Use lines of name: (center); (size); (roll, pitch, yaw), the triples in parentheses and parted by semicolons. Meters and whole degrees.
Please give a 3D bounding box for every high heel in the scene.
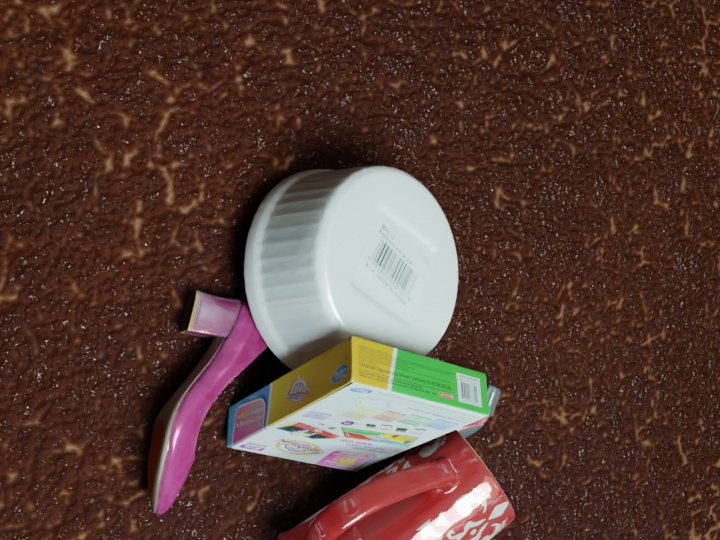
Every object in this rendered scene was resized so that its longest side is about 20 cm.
high heel: (-0.129, 0.122, 0.831); (0.095, 0.067, 0.202); (17, 74, -23)

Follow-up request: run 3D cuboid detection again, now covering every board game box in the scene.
board game box: (-0.007, 0.127, 0.836); (0.152, 0.199, 0.041); (19, 56, -33)

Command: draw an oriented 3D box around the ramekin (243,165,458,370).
ramekin: (0.000, 0.000, 0.850); (0.199, 0.097, 0.203); (6, 81, -41)

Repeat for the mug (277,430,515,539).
mug: (0.039, 0.248, 0.865); (0.199, 0.178, 0.134); (-34, 83, -7)

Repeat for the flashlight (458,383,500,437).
flashlight: (0.083, 0.207, 0.983); (0.202, 0.067, 0.068); (-68, 163, -3)
